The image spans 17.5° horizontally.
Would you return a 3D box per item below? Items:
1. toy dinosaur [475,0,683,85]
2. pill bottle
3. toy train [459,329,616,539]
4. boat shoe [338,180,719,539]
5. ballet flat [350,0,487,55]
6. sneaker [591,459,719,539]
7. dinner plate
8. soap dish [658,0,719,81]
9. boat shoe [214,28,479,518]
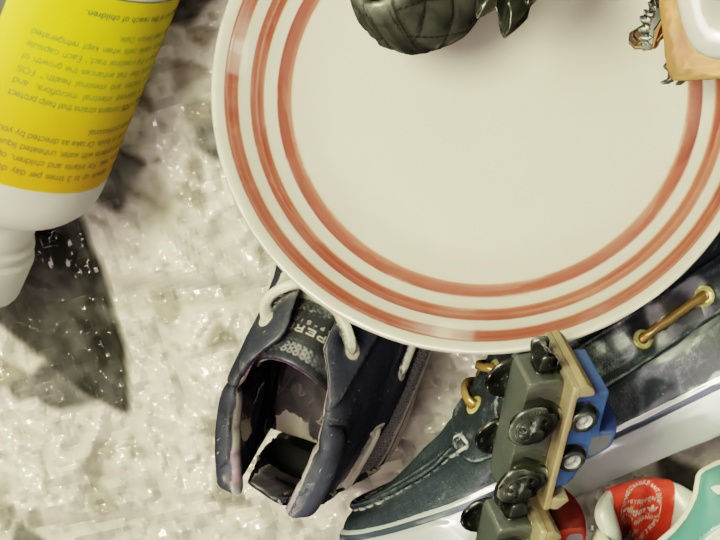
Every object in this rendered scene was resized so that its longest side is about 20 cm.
[{"bbox_3d":[0.115,-0.125,0.803,0.201,0.135,0.102,66,147,29],"label":"toy dinosaur"},{"bbox_3d":[-0.131,-0.088,0.893,0.104,0.104,0.201,28,112,10],"label":"pill bottle"},{"bbox_3d":[0.059,0.100,0.841,0.046,0.034,0.201,-7,132,-16],"label":"toy train"},{"bbox_3d":[0.065,0.041,0.885,0.199,0.071,0.091,-27,91,18],"label":"boat shoe"},{"bbox_3d":[0.026,-0.176,0.820,0.066,0.057,0.201,-1,83,16],"label":"ballet flat"},{"bbox_3d":[0.111,0.126,0.861,0.200,0.070,0.094,130,124,-63],"label":"sneaker"},{"bbox_3d":[0.046,-0.066,0.842,0.199,0.024,0.202,-2,76,7],"label":"dinner plate"},{"bbox_3d":[0.179,-0.141,0.657,0.199,0.081,0.158,-3,105,21],"label":"soap dish"},{"bbox_3d":[0.000,0.000,0.877,0.074,0.093,0.201,17,108,14],"label":"boat shoe"}]
